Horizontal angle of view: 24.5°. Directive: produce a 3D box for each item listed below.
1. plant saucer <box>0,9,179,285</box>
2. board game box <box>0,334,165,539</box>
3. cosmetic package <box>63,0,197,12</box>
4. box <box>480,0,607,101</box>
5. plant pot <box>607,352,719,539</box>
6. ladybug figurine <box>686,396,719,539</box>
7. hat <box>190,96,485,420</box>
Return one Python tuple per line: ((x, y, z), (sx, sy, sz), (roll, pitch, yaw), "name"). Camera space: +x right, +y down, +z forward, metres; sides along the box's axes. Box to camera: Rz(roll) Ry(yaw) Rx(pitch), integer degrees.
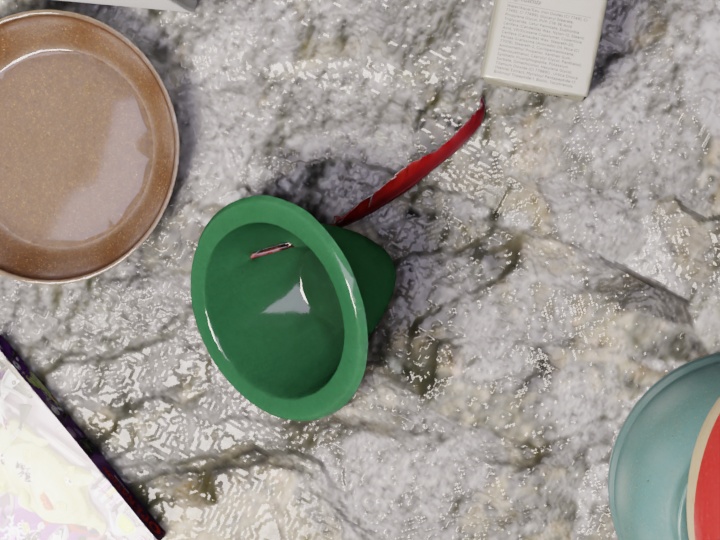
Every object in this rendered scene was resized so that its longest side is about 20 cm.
((-0.228, -0.091, 1.235), (0.198, 0.037, 0.202), (0, 94, 7), "plant saucer")
((-0.256, 0.164, 1.258), (0.120, 0.032, 0.200), (-41, 88, 11), "board game box")
((-0.202, -0.294, 1.155), (0.166, 0.166, 0.202), (6, 93, 7), "cosmetic package")
((0.141, -0.225, 1.167), (0.081, 0.068, 0.202), (13, 94, 6), "box")
((0.273, 0.163, 1.140), (0.198, 0.134, 0.202), (0, 94, 6), "plant pot")
((0.273, 0.154, 1.036), (0.134, 0.072, 0.202), (-7, 92, 7), "ladybug figurine")
((0.000, 0.000, 1.223), (0.199, 0.175, 0.167), (-20, 93, 45), "hat")
